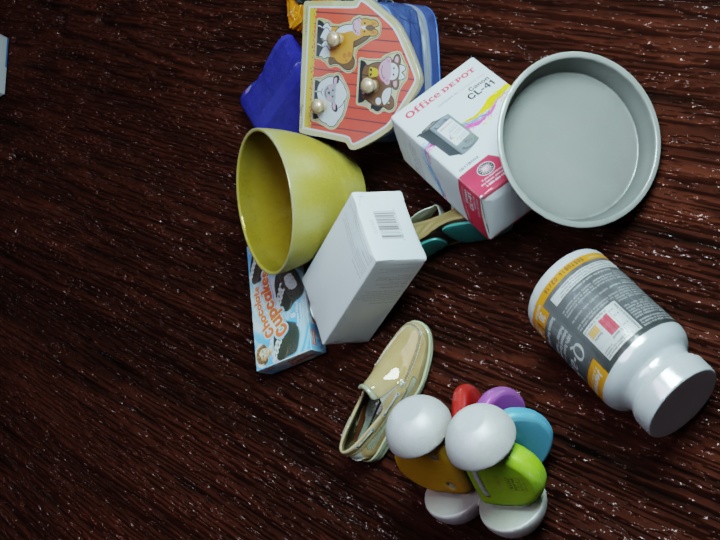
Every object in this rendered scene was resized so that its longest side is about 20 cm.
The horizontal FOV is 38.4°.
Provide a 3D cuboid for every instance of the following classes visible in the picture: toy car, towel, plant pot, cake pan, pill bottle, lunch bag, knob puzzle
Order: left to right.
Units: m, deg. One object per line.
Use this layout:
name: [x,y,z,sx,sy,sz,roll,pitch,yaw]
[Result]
towel: [-0.108,-0.251,1.620,0.148,0.049,0.202,-49,51,29]
plant pot: [-0.075,-0.104,1.461,0.199,0.140,0.204,27,122,57]
knob puzzle: [-0.006,-0.259,1.359,0.217,0.030,0.225,7,102,36]
lunch bag: [0.032,-0.280,1.428,0.134,0.131,0.204,4,100,36]
toy car: [0.140,0.204,1.213,0.198,0.177,0.151,2,42,42]
cake pan: [0.248,-0.149,1.194,0.037,0.196,0.204,152,129,-80]
pill bottle: [0.283,0.078,1.128,0.117,0.115,0.200,-53,49,16]

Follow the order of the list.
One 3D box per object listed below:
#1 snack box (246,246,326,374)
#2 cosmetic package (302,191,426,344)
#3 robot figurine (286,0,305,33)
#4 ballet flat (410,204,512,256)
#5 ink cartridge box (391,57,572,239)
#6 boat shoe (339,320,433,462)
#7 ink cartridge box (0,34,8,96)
snack box: [-0.113,0.041,1.544,0.115,0.037,0.204,-24,63,35]
cosmetic package: [0.000,0.000,1.379,0.201,0.080,0.114,-57,44,49]
robot figurine: [-0.076,-0.488,1.639,0.144,0.057,0.204,-22,64,47]
ballet flat: [0.113,-0.063,1.352,0.198,0.068,0.064,-19,61,36]
ink cartridge box: [0.152,-0.156,1.294,0.147,0.086,0.200,-36,52,-9]
boat shoe: [0.031,0.158,1.356,0.071,0.076,0.203,25,94,43]
ink cartridge box: [-0.890,-0.442,2.342,0.198,0.084,0.148,-18,66,36]
